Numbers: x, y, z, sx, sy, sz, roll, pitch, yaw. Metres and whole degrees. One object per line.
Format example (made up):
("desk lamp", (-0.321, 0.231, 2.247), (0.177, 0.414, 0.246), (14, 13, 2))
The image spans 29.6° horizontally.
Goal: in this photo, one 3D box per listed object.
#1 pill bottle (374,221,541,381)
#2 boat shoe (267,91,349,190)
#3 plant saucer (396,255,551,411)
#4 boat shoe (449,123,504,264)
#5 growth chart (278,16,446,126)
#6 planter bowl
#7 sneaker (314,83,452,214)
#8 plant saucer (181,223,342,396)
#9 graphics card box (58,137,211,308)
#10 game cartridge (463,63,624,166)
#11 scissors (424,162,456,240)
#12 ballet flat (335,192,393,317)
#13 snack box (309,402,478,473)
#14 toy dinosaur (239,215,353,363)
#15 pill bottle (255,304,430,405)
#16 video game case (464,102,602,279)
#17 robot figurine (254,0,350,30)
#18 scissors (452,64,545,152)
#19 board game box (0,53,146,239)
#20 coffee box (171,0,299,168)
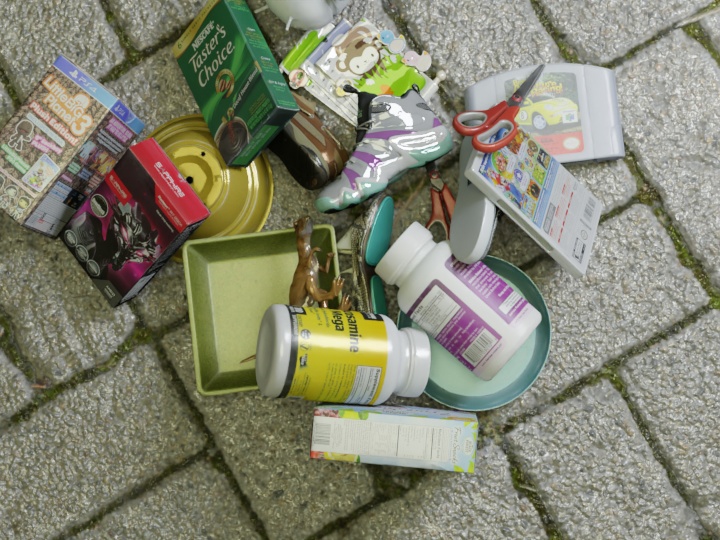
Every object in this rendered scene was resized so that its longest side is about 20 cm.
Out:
("pill bottle", (0.118, 0.034, 1.693), (0.200, 0.112, 0.112), (42, 88, 6))
("boat shoe", (-0.091, -0.192, 1.777), (0.074, 0.076, 0.200), (-29, 73, -32))
("plant saucer", (0.146, 0.080, 1.756), (0.198, 0.027, 0.202), (0, 84, 3))
("boat shoe", (0.156, -0.092, 1.684), (0.056, 0.069, 0.201), (25, 55, -27))
("growth chart", (0.000, -0.262, 1.798), (0.199, 0.018, 0.145), (32, 87, 4))
("planter bowl", (-0.215, -0.112, 1.764), (0.199, 0.083, 0.202), (0, 85, 3))
("sneaker", (0.004, -0.168, 1.721), (0.199, 0.078, 0.141), (-30, 91, -18))
("plant saucer", (-0.121, 0.052, 1.758), (0.198, 0.048, 0.202), (-7, 84, -2))
("graphics card box", (-0.289, -0.058, 1.728), (0.126, 0.051, 0.200), (52, 128, 5))
("game cartridge", (0.237, -0.200, 1.771), (0.198, 0.041, 0.134), (-7, 81, 3))
("scissors", (0.106, -0.113, 1.764), (0.073, 0.014, 0.202), (-8, 79, 4))
("ballet flat", (0.000, 0.000, 1.757), (0.075, 0.068, 0.202), (0, 86, 26))
("snack box", (0.044, 0.202, 1.679), (0.198, 0.169, 0.068), (3, 89, 4))
("toy dinosaur", (-0.071, 0.035, 1.718), (0.106, 0.060, 0.201), (11, 82, 27))
("pill bottle", (-0.021, 0.105, 1.661), (0.198, 0.112, 0.113), (6, 85, -18))
("video game case", (0.218, -0.100, 1.691), (0.200, 0.144, 0.018), (41, 132, -16))
("robot figurine", (-0.049, -0.392, 1.756), (0.200, 0.169, 0.113), (-47, 127, -9))
("scissors", (0.192, -0.200, 1.682), (0.073, 0.014, 0.200), (34, 48, 28))
("board game box", (-0.386, -0.154, 1.739), (0.097, 0.159, 0.200), (38, 87, 6))
("coffee box", (-0.163, -0.245, 1.737), (0.123, 0.044, 0.201), (-42, 61, 34))
